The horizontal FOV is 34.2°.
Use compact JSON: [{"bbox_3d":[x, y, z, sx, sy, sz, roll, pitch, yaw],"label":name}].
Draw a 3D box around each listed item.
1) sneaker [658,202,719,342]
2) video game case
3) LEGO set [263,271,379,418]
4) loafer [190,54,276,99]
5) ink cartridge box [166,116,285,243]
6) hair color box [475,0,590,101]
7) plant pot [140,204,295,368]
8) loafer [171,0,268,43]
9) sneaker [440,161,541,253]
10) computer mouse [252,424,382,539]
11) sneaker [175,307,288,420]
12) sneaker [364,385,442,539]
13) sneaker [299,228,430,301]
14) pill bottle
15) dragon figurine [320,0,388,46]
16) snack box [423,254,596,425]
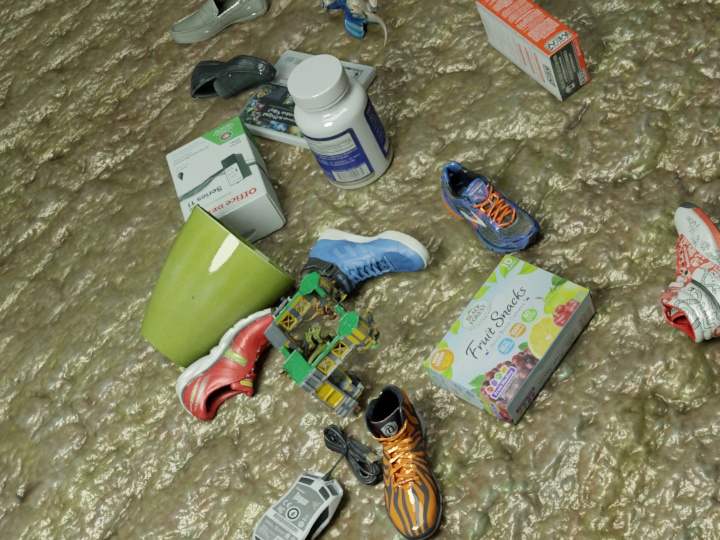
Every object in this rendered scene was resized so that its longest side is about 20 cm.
[{"bbox_3d":[0.424,0.002,1.510,0.107,0.067,0.202,-25,51,2],"label":"sneaker"},{"bbox_3d":[-0.097,-0.294,2.011,0.199,0.023,0.182,18,63,33],"label":"video game case"},{"bbox_3d":[-0.037,0.106,1.611,0.154,0.116,0.200,-54,36,-5],"label":"LEGO set"},{"bbox_3d":[-0.227,-0.335,2.066,0.200,0.068,0.071,3,69,42],"label":"loafer"},{"bbox_3d":[-0.220,-0.132,1.902,0.146,0.083,0.201,-27,49,4],"label":"ink cartridge box"},{"bbox_3d":[0.270,-0.362,1.840,0.061,0.102,0.200,-36,49,-5],"label":"hair color box"},{"bbox_3d":[-0.228,0.039,1.729,0.187,0.187,0.201,36,89,40],"label":"plant pot"},{"bbox_3d":[-0.272,-0.491,2.211,0.199,0.070,0.070,-23,48,7],"label":"loafer"},{"bbox_3d":[0.178,-0.092,1.689,0.075,0.079,0.200,-45,49,-11],"label":"sneaker"},{"bbox_3d":[-0.062,0.300,1.526,0.109,0.044,0.200,29,65,33],"label":"computer mouse"},{"bbox_3d":[-0.171,0.140,1.689,0.200,0.077,0.085,-43,60,-2],"label":"sneaker"},{"bbox_3d":[0.045,0.235,1.476,0.077,0.112,0.201,-21,49,9],"label":"sneaker"},{"bbox_3d":[0.000,0.001,1.698,0.199,0.077,0.112,8,53,35],"label":"sneaker"},{"bbox_3d":[-0.035,-0.232,1.814,0.119,0.200,0.120,-12,50,15],"label":"pill bottle"},{"bbox_3d":[0.000,-0.451,2.061,0.059,0.100,0.200,-41,68,-11],"label":"dragon figurine"},{"bbox_3d":[0.199,0.089,1.557,0.142,0.053,0.200,25,68,38],"label":"snack box"}]
